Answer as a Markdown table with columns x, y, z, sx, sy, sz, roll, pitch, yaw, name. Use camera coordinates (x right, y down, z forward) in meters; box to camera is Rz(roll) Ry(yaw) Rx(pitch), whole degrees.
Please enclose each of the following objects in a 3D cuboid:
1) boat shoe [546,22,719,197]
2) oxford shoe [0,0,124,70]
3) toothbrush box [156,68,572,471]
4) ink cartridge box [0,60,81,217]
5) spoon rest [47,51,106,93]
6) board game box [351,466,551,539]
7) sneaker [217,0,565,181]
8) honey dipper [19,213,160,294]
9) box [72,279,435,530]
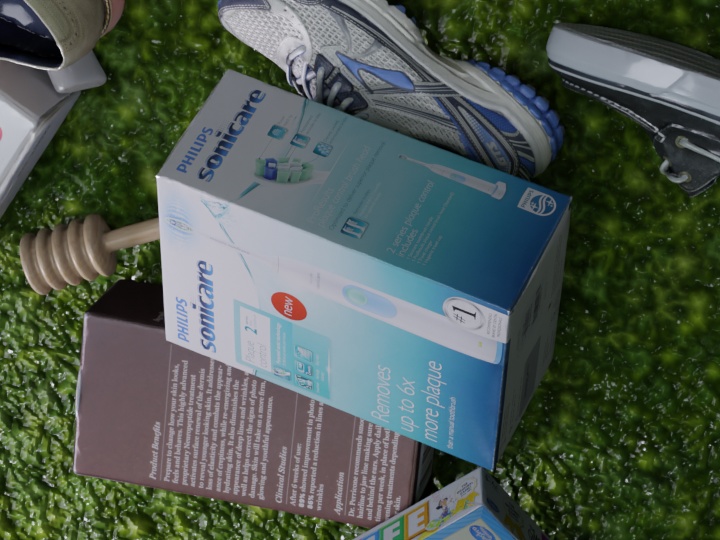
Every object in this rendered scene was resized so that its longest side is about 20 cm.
| x | y | z | sx | sy | sz | roll | pitch | yaw | name |
| --- | --- | --- | --- | --- | --- | --- | --- | --- | --- |
| 0.185 | -0.070 | 1.504 | 0.200 | 0.072 | 0.071 | 22 | 107 | 5 | boat shoe |
| -0.227 | -0.159 | 1.505 | 0.200 | 0.074 | 0.071 | 16 | 127 | 9 | oxford shoe |
| 0.000 | 0.000 | 1.498 | 0.200 | 0.085 | 0.147 | 23 | 145 | 14 | toothbrush box |
| -0.279 | -0.094 | 1.609 | 0.200 | 0.083 | 0.145 | 36 | 112 | 1 | ink cartridge box |
| -0.110 | -0.176 | 1.544 | 0.200 | 0.099 | 0.061 | -40 | 77 | 34 | spoon rest |
| 0.073 | 0.212 | 1.604 | 0.134 | 0.034 | 0.200 | -31 | 119 | 20 | board game box |
| 0.006 | -0.091 | 1.523 | 0.200 | 0.077 | 0.085 | 28 | 67 | 6 | sneaker |
| -0.095 | -0.029 | 1.612 | 0.200 | 0.038 | 0.038 | -16 | 103 | 14 | honey dipper |
| -0.056 | 0.076 | 1.612 | 0.200 | 0.075 | 0.100 | 10 | 110 | 9 | box |
